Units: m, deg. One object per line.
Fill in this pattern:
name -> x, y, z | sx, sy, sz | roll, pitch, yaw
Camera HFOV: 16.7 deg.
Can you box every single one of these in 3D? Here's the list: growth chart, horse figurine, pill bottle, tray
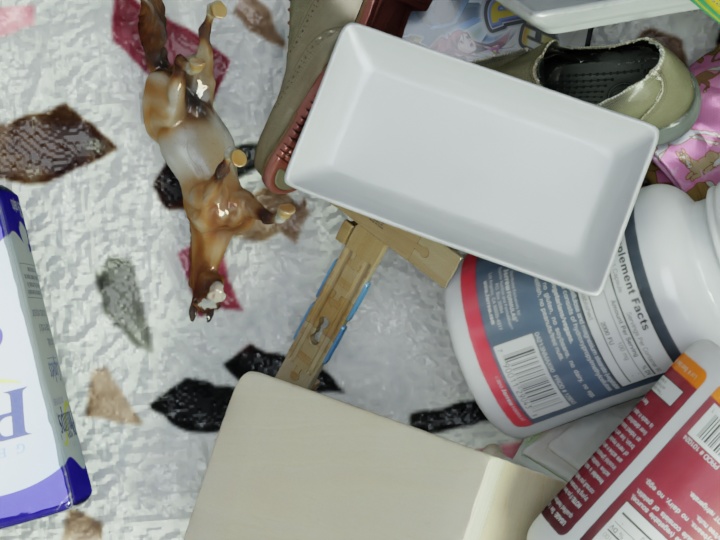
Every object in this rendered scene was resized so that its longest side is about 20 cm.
growth chart -> 0.179, 0.084, 1.506 | 0.199, 0.145, 0.018 | -35, 126, -6
horse figurine -> -0.098, -0.081, 1.504 | 0.050, 0.133, 0.201 | -18, 81, -24
pill bottle -> 0.168, 0.146, 1.388 | 0.113, 0.113, 0.200 | 42, 93, -1
tray -> 0.065, -0.064, 1.436 | 0.199, 0.022, 0.108 | 20, 82, 10
pill bottle -> 0.162, 0.016, 1.472 | 0.199, 0.120, 0.120 | -20, 89, 21
tray -> 0.171, -0.175, 1.494 | 0.199, 0.107, 0.022 | -12, 114, -19

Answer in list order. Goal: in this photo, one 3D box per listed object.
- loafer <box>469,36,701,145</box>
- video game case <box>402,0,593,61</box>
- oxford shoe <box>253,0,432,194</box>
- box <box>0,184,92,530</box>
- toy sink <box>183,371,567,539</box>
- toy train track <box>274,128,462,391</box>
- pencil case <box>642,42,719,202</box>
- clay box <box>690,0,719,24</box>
loafer -> 0.103, -0.109, 1.482 | 0.199, 0.070, 0.076 | -9, 57, 10
video game case -> 0.062, -0.184, 1.552 | 0.179, 0.026, 0.201 | 12, 88, -2
oxford shoe -> -0.017, -0.143, 1.512 | 0.075, 0.070, 0.201 | 30, 89, 26
box -> -0.276, 0.068, 1.487 | 0.183, 0.105, 0.201 | -15, 90, -3
toy sink -> 0.012, 0.155, 1.481 | 0.199, 0.112, 0.131 | 16, 85, 38
toy train track -> 0.000, 0.000, 1.510 | 0.114, 0.032, 0.201 | 37, 116, 17
pencil case -> 0.249, -0.121, 1.531 | 0.200, 0.083, 0.087 | -39, 84, -3
clay box -> 0.300, -0.144, 1.427 | 0.200, 0.048, 0.115 | 41, 65, 11
